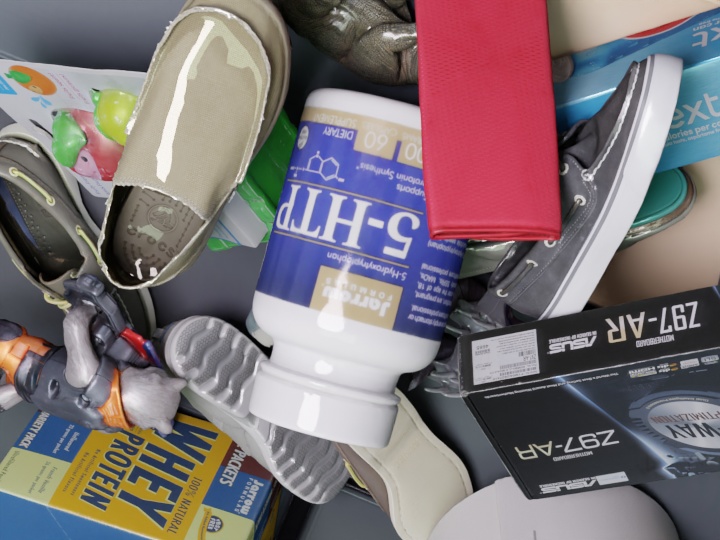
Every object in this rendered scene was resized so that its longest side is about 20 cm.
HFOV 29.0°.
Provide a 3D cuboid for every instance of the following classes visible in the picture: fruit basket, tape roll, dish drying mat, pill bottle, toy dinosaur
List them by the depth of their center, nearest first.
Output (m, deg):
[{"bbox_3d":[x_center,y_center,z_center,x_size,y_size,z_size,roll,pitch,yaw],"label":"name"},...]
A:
[{"bbox_3d":[0.070,-0.111,0.787,0.076,0.201,0.018,-1,159,-1],"label":"dish drying mat"},{"bbox_3d":[0.000,0.000,0.852,0.119,0.120,0.201,14,90,7],"label":"pill bottle"},{"bbox_3d":[-0.001,-0.155,0.857,0.199,0.077,0.102,20,155,-8],"label":"toy dinosaur"},{"bbox_3d":[-0.138,-0.075,0.901,0.199,0.094,0.185,3,156,22],"label":"fruit basket"},{"bbox_3d":[0.147,0.266,1.028,0.202,0.139,0.203,0,127,0],"label":"tape roll"}]

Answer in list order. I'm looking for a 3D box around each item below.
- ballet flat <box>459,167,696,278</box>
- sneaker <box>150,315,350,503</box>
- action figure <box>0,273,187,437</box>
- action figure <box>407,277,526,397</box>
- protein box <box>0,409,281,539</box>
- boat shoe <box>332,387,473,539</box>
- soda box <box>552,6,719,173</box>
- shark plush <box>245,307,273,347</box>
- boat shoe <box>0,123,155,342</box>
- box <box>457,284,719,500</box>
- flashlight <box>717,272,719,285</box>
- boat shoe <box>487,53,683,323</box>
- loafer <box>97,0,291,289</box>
[{"bbox_3d":[0.122,-0.032,0.910,0.199,0.068,0.064,-7,149,21],"label":"ballet flat"},{"bbox_3d":[-0.079,0.099,1.066,0.200,0.075,0.082,50,161,-26],"label":"sneaker"},{"bbox_3d":[-0.211,0.091,1.016,0.193,0.105,0.200,5,144,24],"label":"action figure"},{"bbox_3d":[0.139,0.076,0.969,0.199,0.069,0.130,21,123,-1],"label":"action figure"},{"bbox_3d":[-0.182,0.226,1.131,0.199,0.135,0.199,16,127,6],"label":"protein box"},{"bbox_3d":[0.025,0.141,1.053,0.059,0.072,0.200,34,162,49],"label":"boat shoe"},{"bbox_3d":[0.182,-0.104,0.827,0.199,0.068,0.064,-14,120,26],"label":"soda box"},{"bbox_3d":[-0.025,-0.010,0.963,0.083,0.091,0.200,42,137,25],"label":"shark plush"},{"bbox_3d":[-0.219,-0.009,1.024,0.072,0.060,0.202,-14,119,25],"label":"boat shoe"},{"bbox_3d":[0.177,0.078,0.869,0.199,0.044,0.160,-11,144,16],"label":"box"},{"bbox_3d":[0.260,-0.005,0.878,0.068,0.068,0.201,-16,129,-18],"label":"flashlight"},{"bbox_3d":[0.123,-0.047,0.806,0.066,0.070,0.200,19,137,0],"label":"boat shoe"},{"bbox_3d":[-0.094,-0.064,0.772,0.075,0.068,0.200,22,122,-2],"label":"loafer"}]
